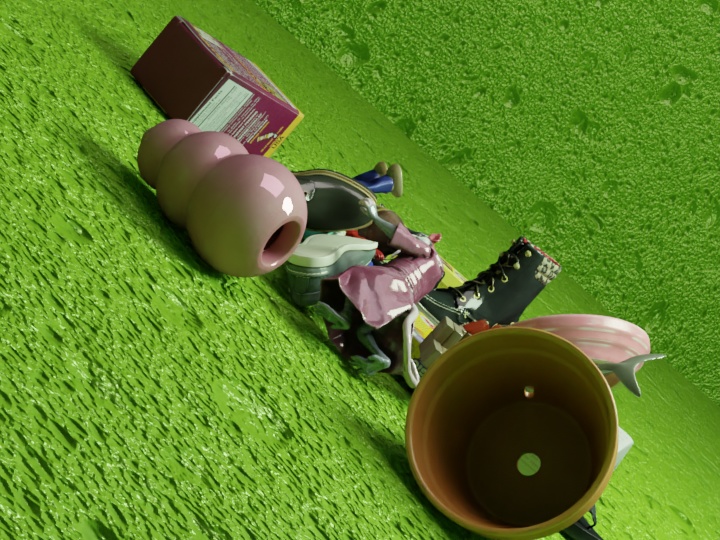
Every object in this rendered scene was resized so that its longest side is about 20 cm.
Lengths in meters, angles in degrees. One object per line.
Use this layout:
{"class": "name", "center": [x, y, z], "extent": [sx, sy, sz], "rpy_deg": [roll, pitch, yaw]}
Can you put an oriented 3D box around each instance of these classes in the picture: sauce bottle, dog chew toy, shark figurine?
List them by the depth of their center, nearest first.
{"class": "dog chew toy", "center": [-0.148, -0.082, 1.432], "extent": [0.200, 0.125, 0.124], "rpy_deg": [39, 8, 25]}
{"class": "shark figurine", "center": [0.271, 0.162, 1.733], "extent": [0.128, 0.215, 0.089], "rpy_deg": [38, 30, 22]}
{"class": "sauce bottle", "center": [0.015, -0.056, 1.875], "extent": [0.200, 0.065, 0.065], "rpy_deg": [26, -3, 43]}

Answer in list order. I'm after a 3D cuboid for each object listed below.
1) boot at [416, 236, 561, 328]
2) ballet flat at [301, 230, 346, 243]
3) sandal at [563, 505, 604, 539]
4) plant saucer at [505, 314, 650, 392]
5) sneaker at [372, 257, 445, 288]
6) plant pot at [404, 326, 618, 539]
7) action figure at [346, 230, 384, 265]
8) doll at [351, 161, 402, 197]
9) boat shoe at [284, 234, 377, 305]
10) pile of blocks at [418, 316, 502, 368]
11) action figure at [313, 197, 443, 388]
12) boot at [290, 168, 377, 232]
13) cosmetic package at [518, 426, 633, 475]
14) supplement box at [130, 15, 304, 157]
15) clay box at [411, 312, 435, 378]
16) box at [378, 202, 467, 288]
{"class": "boot", "center": [0.151, 0.015, 1.779], "extent": [0.203, 0.154, 0.074], "rpy_deg": [28, 15, -43]}
{"class": "ballet flat", "center": [-0.051, -0.043, 1.783], "extent": [0.200, 0.075, 0.064], "rpy_deg": [-95, 167, -68]}
{"class": "sandal", "center": [0.228, 0.251, 1.657], "extent": [0.076, 0.043, 0.200], "rpy_deg": [31, 16, -47]}
{"class": "plant saucer", "center": [0.260, 0.112, 1.768], "extent": [0.200, 0.200, 0.051], "rpy_deg": [31, 54, -47]}
{"class": "sneaker", "center": [0.056, -0.002, 1.911], "extent": [0.072, 0.083, 0.200], "rpy_deg": [46, 12, 22]}
{"class": "plant pot", "center": [0.153, 0.171, 1.371], "extent": [0.200, 0.200, 0.140], "rpy_deg": [48, -4, 26]}
{"class": "action figure", "center": [0.000, 0.000, 1.767], "extent": [0.051, 0.066, 0.200], "rpy_deg": [9, 23, -17]}
{"class": "doll", "center": [-0.054, -0.101, 1.767], "extent": [0.199, 0.049, 0.136], "rpy_deg": [-9, 12, -22]}
{"class": "boat shoe", "center": [-0.034, -0.003, 1.614], "extent": [0.072, 0.062, 0.200], "rpy_deg": [8, 10, 17]}
{"class": "pile of blocks", "center": [0.135, 0.090, 1.579], "extent": [0.082, 0.062, 0.200], "rpy_deg": [47, 17, 19]}
{"class": "action figure", "center": [0.042, 0.012, 1.528], "extent": [0.148, 0.200, 0.135], "rpy_deg": [17, -49, 32]}
{"class": "boot", "center": [-0.083, -0.070, 1.625], "extent": [0.199, 0.078, 0.138], "rpy_deg": [9, 19, 0]}
{"class": "cosmetic package", "center": [0.222, 0.207, 1.596], "extent": [0.102, 0.074, 0.200], "rpy_deg": [38, 22, 19]}
{"class": "supplement box", "center": [-0.188, -0.234, 1.892], "extent": [0.131, 0.103, 0.200], "rpy_deg": [48, 12, 28]}
{"class": "clay box", "center": [0.093, 0.118, 1.642], "extent": [0.200, 0.048, 0.115], "rpy_deg": [44, 13, 13]}
{"class": "box", "center": [0.078, -0.002, 2.021], "extent": [0.200, 0.075, 0.050], "rpy_deg": [42, 12, -9]}
